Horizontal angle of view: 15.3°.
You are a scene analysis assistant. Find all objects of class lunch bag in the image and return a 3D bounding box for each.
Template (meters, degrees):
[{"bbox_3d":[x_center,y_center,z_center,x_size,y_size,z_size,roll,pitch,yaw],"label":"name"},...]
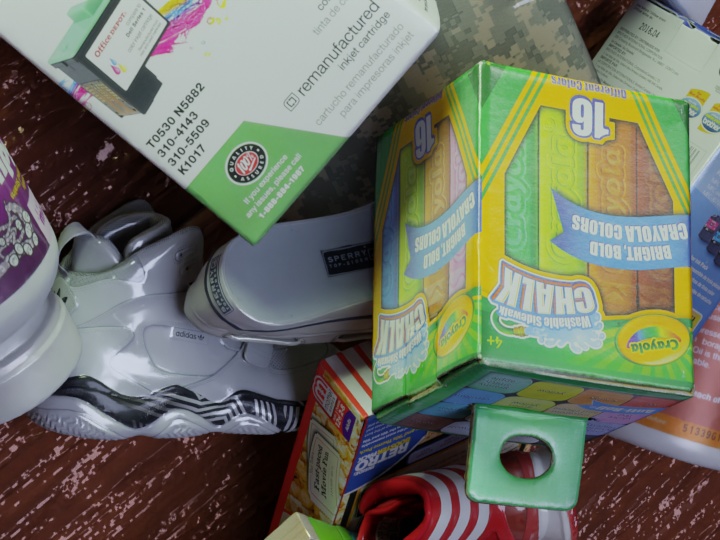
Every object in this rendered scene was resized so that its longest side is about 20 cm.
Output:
[{"bbox_3d":[0.009,-0.120,1.435,0.199,0.118,0.164,-27,123,2],"label":"lunch bag"}]

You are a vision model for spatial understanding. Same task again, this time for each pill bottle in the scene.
[{"bbox_3d":[-0.214,-0.023,1.301,0.112,0.112,0.201,-40,123,-21],"label":"pill bottle"},{"bbox_3d":[0.207,0.012,1.623,0.112,0.112,0.201,17,93,-38],"label":"pill bottle"}]

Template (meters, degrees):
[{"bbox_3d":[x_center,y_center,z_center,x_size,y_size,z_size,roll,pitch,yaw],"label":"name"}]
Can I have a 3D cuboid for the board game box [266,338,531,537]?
[{"bbox_3d":[0.029,0.104,1.497,0.151,0.046,0.200,-21,147,-31],"label":"board game box"}]

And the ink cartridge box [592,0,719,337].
[{"bbox_3d":[0.180,-0.067,1.543,0.076,0.136,0.200,30,96,-39],"label":"ink cartridge box"}]

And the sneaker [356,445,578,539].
[{"bbox_3d":[0.051,0.138,1.475,0.115,0.200,0.079,-4,68,-4],"label":"sneaker"}]

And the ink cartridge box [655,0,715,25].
[{"bbox_3d":[0.196,-0.266,1.544,0.201,0.041,0.200,-59,147,-4],"label":"ink cartridge box"}]

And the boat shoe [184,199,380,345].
[{"bbox_3d":[0.000,0.000,1.411,0.199,0.065,0.074,-2,75,-30],"label":"boat shoe"}]

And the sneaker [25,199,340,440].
[{"bbox_3d":[-0.084,0.026,1.434,0.199,0.075,0.116,-2,106,-33],"label":"sneaker"}]

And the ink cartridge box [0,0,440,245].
[{"bbox_3d":[-0.082,-0.135,1.313,0.200,0.084,0.145,39,102,-10],"label":"ink cartridge box"}]

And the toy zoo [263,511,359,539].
[{"bbox_3d":[-0.021,0.201,1.505,0.131,0.021,0.200,-42,146,15],"label":"toy zoo"}]

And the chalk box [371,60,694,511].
[{"bbox_3d":[0.085,0.017,1.338,0.124,0.124,0.201,8,70,-24],"label":"chalk box"}]
